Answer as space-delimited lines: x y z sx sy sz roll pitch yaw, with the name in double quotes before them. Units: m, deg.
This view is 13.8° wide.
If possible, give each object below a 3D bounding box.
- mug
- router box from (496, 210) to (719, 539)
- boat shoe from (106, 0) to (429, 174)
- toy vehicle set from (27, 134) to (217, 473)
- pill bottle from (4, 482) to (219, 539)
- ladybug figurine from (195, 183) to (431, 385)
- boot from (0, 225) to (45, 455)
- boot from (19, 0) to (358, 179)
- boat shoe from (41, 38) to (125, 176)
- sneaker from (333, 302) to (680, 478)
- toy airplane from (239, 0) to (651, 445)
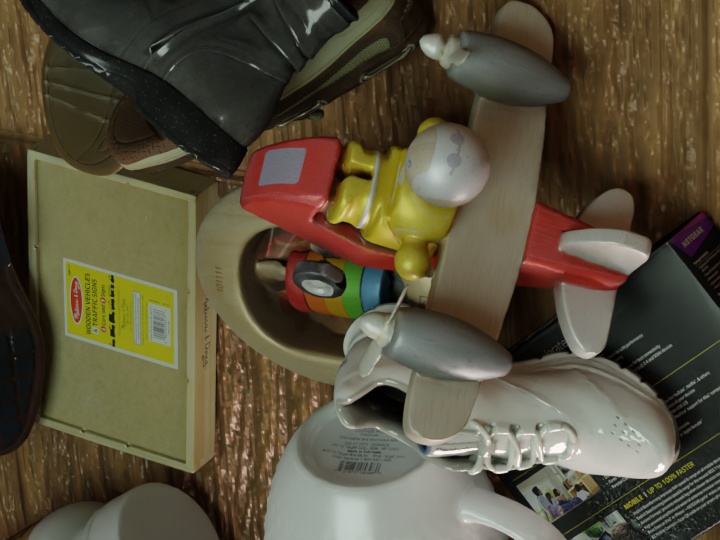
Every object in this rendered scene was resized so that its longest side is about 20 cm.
"mug" 0.039 0.169 1.732 0.200 0.148 0.176 11 131 25
"router box" 0.163 0.080 1.689 0.200 0.051 0.149 -38 90 39
"boat shoe" -0.049 -0.104 1.690 0.202 0.075 0.075 -29 136 23
"toy vehicle set" -0.150 0.022 1.868 0.124 0.027 0.200 17 122 24
"pill bottle" -0.186 0.214 1.935 0.200 0.114 0.114 -31 96 39
"ladybug figurine" 0.000 0.000 1.735 0.200 0.072 0.136 13 121 26
"boot" -0.247 0.017 1.901 0.075 0.097 0.200 -11 123 -10
"boot" -0.096 -0.151 1.653 0.200 0.070 0.132 39 94 27
"boat shoe" -0.140 -0.153 1.746 0.074 0.066 0.200 19 120 14
"sneaker" 0.077 0.085 1.646 0.200 0.087 0.075 13 124 12
"toy airplane" 0.059 -0.030 1.590 0.200 0.199 0.141 56 168 22
